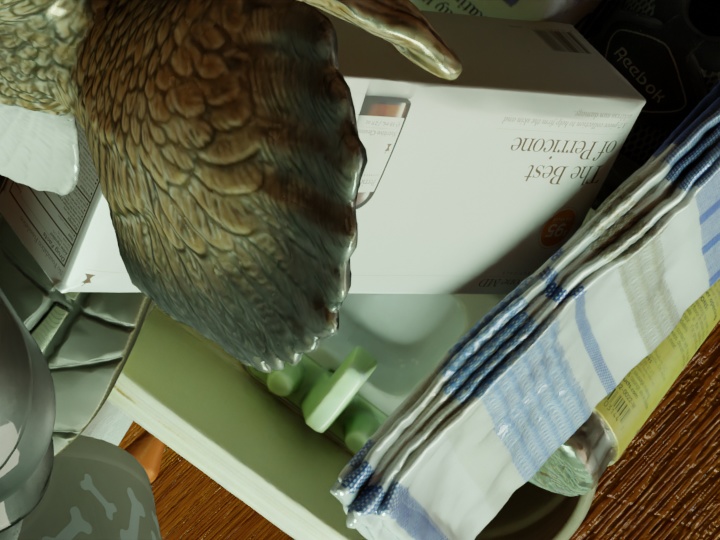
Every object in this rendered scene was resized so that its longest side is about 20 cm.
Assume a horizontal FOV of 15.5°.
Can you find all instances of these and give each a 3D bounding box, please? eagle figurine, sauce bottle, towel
[{"bbox_3d":[-0.059,-0.067,0.599,0.200,0.150,0.152,-68,158,-68],"label":"eagle figurine"},{"bbox_3d":[0.122,0.000,1.069,0.200,0.065,0.065,-49,172,-22],"label":"sauce bottle"},{"bbox_3d":[0.075,0.028,0.917,0.200,0.024,0.147,-45,160,-5],"label":"towel"}]

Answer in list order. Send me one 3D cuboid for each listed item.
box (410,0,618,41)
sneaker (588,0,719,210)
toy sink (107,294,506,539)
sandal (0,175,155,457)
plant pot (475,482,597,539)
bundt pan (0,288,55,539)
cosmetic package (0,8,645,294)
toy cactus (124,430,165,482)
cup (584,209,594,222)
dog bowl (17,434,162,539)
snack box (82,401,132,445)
[{"bbox_3d":[0.073,-0.152,0.954,0.184,0.105,0.200,-35,165,-52],"label":"box"},{"bbox_3d":[0.140,-0.082,0.976,0.114,0.076,0.199,-45,166,23],"label":"sneaker"},{"bbox_3d":[0.000,0.000,1.017,0.112,0.130,0.200,-52,-176,25],"label":"toy sink"},{"bbox_3d":[-0.102,-0.011,0.877,0.201,0.081,0.055,-59,-171,18],"label":"sandal"},{"bbox_3d":[0.052,0.045,1.473,0.200,0.199,0.174,-55,-176,35],"label":"plant pot"},{"bbox_3d":[-0.168,0.075,0.774,0.202,0.076,0.202,-40,160,-17],"label":"bundt pan"},{"bbox_3d":[-0.008,-0.037,0.824,0.199,0.051,0.083,0,128,-40],"label":"cosmetic package"},{"bbox_3d":[-0.018,0.072,1.160,0.200,0.164,0.103,8,-105,65],"label":"toy cactus"},{"bbox_3d":[0.074,-0.042,1.190,0.200,0.143,0.201,-39,-158,19],"label":"cup"},{"bbox_3d":[-0.156,0.143,0.980,0.199,0.059,0.201,-24,153,-13],"label":"dog bowl"},{"bbox_3d":[-0.153,0.080,1.060,0.200,0.037,0.116,-37,165,-49],"label":"snack box"}]
